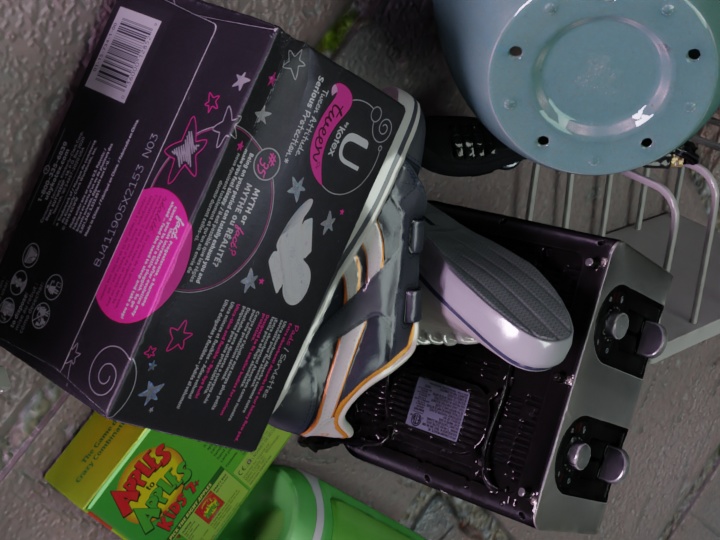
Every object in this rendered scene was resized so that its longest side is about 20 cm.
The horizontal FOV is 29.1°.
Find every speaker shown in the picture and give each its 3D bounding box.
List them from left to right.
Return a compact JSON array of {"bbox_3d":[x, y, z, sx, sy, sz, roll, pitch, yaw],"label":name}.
[{"bbox_3d":[-0.012,0.197,0.929,0.200,0.088,0.089,38,80,-45],"label":"speaker"}]

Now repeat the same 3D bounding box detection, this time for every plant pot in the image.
[{"bbox_3d":[0.134,-0.151,0.798,0.162,0.198,0.202,-85,159,-50],"label":"plant pot"}]

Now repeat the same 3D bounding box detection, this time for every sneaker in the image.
[{"bbox_3d":[0.000,0.000,0.786,0.079,0.078,0.202,23,98,-21],"label":"sneaker"},{"bbox_3d":[0.052,0.015,0.834,0.072,0.200,0.072,-1,117,-34],"label":"sneaker"}]

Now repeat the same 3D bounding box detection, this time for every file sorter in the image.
[{"bbox_3d":[0.228,-0.041,1.012,0.199,0.138,0.126,-18,124,-38],"label":"file sorter"}]

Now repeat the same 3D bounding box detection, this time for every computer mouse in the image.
[{"bbox_3d":[0.123,-0.074,0.901,0.197,0.059,0.034,3,80,-2],"label":"computer mouse"}]

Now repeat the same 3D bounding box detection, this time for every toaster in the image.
[{"bbox_3d":[0.089,0.062,0.906,0.118,0.199,0.183,21,84,-48],"label":"toaster"}]

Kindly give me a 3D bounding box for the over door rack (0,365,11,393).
[{"bbox_3d":[-0.237,0.133,0.648,0.199,0.066,0.149,-4,73,-58],"label":"over door rack"}]

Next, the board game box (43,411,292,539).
[{"bbox_3d":[-0.085,0.075,0.833,0.201,0.047,0.102,-53,134,-13],"label":"board game box"}]

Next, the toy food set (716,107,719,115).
[{"bbox_3d":[0.296,-0.190,1.009,0.200,0.143,0.061,-43,154,-21],"label":"toy food set"}]

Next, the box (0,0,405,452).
[{"bbox_3d":[-0.089,-0.028,0.726,0.114,0.131,0.202,25,90,-50],"label":"box"}]
